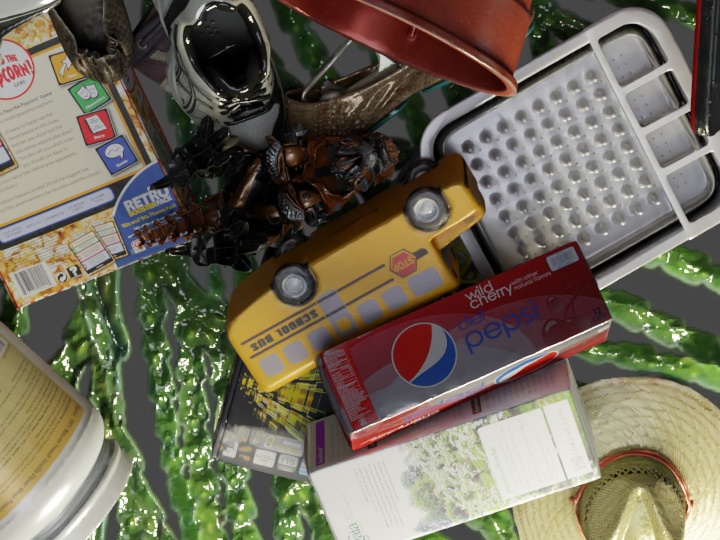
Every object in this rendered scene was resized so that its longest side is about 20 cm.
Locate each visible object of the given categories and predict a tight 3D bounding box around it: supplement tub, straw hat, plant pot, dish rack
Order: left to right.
[{"bbox_3d":[-0.280,0.120,1.705,0.144,0.145,0.200,-41,106,17],"label":"supplement tub"},{"bbox_3d":[0.050,-0.244,1.506,0.200,0.201,0.197,25,88,-9],"label":"plant pot"},{"bbox_3d":[0.154,-0.077,1.644,0.199,0.044,0.172,-30,105,-1],"label":"dish rack"},{"bbox_3d":[0.209,0.189,1.757,0.199,0.085,0.203,1,114,2],"label":"straw hat"}]

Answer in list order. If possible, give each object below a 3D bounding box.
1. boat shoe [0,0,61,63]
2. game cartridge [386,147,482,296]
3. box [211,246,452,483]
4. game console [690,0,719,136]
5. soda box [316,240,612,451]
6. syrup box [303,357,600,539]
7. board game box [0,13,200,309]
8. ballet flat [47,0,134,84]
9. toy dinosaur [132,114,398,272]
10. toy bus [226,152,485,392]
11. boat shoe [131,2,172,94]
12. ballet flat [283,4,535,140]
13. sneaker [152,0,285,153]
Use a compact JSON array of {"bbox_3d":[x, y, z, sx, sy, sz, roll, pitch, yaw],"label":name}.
[{"bbox_3d":[-0.271,-0.163,1.549,0.198,0.074,0.068,-15,126,20],"label":"boat shoe"},{"bbox_3d":[0.055,0.003,1.709,0.133,0.041,0.200,31,111,-16],"label":"game cartridge"},{"bbox_3d":[0.004,0.084,1.699,0.198,0.049,0.162,15,115,-7],"label":"box"},{"bbox_3d":[0.310,-0.200,1.575,0.118,0.172,0.202,11,116,25],"label":"game console"},{"bbox_3d":[0.071,0.053,1.593,0.199,0.070,0.064,-23,76,-5],"label":"soda box"},{"bbox_3d":[0.064,0.128,1.649,0.198,0.082,0.079,-19,114,8],"label":"syrup box"},{"bbox_3d":[-0.223,-0.090,1.667,0.150,0.046,0.201,-20,111,10],"label":"board game box"},{"bbox_3d":[-0.204,-0.214,1.557,0.067,0.046,0.201,-18,116,4],"label":"ballet flat"},{"bbox_3d":[-0.071,-0.046,1.604,0.200,0.135,0.102,-42,76,25],"label":"toy dinosaur"},{"bbox_3d":[0.000,0.000,1.603,0.199,0.065,0.079,-29,108,12],"label":"toy bus"},{"bbox_3d":[-0.106,-0.214,1.599,0.064,0.072,0.201,23,118,-14],"label":"boat shoe"},{"bbox_3d":[0.028,-0.148,1.626,0.199,0.071,0.065,-32,107,12],"label":"ballet flat"},{"bbox_3d":[-0.093,-0.134,1.557,0.075,0.088,0.201,-25,140,-2],"label":"sneaker"}]
